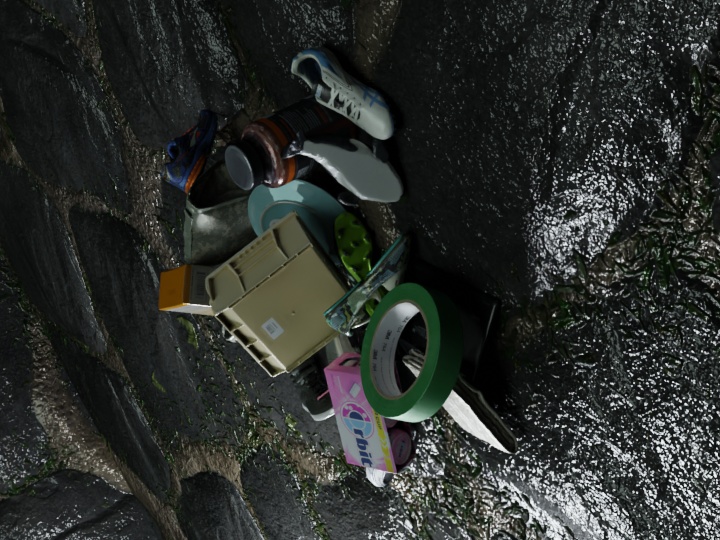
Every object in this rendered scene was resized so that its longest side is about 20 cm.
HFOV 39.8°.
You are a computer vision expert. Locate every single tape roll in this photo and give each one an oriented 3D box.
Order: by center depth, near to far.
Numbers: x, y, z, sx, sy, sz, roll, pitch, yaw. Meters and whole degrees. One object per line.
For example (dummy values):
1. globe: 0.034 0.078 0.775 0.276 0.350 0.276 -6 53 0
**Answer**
1. tape roll: 0.074 0.122 1.490 0.199 0.048 0.204 -30 53 48

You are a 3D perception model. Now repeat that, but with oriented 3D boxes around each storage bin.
1. storage bin: -0.124 0.046 1.641 0.201 0.197 0.094 53 -179 -43

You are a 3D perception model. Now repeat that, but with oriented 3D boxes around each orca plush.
1. orca plush: -0.028 -0.159 1.485 0.071 0.197 0.107 -129 51 -59

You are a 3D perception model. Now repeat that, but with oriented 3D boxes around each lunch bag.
1. lunch bag: -0.236 -0.110 1.764 0.118 0.199 0.165 44 146 21

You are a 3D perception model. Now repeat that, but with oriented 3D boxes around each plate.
1. plate: -0.104 -0.071 1.683 0.197 0.026 0.202 14 139 12

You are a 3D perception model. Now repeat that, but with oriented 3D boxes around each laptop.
1. laptop: 0.149 0.106 1.571 0.186 0.115 0.203 28 108 40

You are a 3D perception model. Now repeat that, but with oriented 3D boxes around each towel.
1. towel: 0.156 0.201 1.546 0.200 0.035 0.132 50 166 -29

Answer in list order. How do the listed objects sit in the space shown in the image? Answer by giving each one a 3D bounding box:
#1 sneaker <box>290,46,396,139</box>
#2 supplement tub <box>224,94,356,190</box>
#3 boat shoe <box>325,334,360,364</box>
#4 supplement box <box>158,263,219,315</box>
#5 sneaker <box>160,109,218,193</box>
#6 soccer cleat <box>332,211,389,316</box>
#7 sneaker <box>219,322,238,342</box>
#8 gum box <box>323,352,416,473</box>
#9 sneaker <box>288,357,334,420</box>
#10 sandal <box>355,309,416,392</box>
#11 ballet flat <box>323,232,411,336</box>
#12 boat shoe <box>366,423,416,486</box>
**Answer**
1. sneaker: -0.026 -0.256 1.471 0.200 0.072 0.072 44 143 22
2. supplement tub: -0.108 -0.194 1.515 0.106 0.199 0.108 33 139 35
3. boat shoe: -0.008 0.191 1.823 0.205 0.064 0.074 67 160 -2
4. supplement box: -0.252 0.040 1.807 0.125 0.197 0.075 -12 73 57
5. sneaker: -0.308 -0.226 1.804 0.077 0.202 0.076 17 136 -8
6. soccer cleat: 0.000 0.000 1.650 0.203 0.067 0.081 66 160 -9
7. sneaker: -0.178 0.033 1.728 0.077 0.084 0.202 42 112 42
8. gum box: 0.016 0.240 1.719 0.112 0.066 0.203 4 116 39
9. sneaker: -0.089 0.224 1.922 0.100 0.070 0.200 64 163 -11
10. sandal: 0.042 0.147 1.718 0.201 0.048 0.076 50 147 17
11. ballet flat: 0.027 0.028 1.572 0.200 0.074 0.075 -45 75 22
12. boat shoe: 0.064 0.341 1.830 0.068 0.071 0.202 41 136 30
